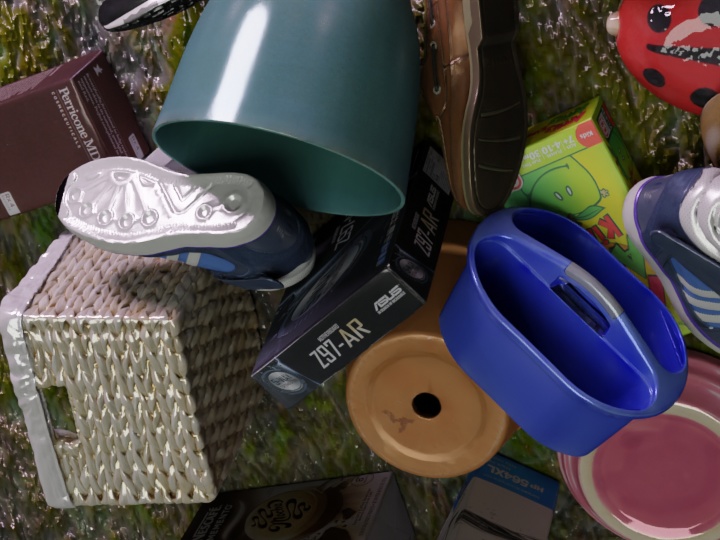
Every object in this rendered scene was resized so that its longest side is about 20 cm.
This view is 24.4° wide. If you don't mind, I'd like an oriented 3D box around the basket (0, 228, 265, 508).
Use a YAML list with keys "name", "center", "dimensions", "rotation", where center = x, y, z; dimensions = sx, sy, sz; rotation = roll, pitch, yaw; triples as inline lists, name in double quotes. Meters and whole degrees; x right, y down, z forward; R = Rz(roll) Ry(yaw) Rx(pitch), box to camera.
- name: "basket"
  center: [-0.189, 0.074, 1.439]
  dimensions: [0.159, 0.200, 0.200]
  rotation: [-1, 118, 15]

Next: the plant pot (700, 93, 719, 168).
- name: "plant pot"
  center: [0.340, -0.072, 1.221]
  dimensions: [0.198, 0.028, 0.200]
  rotation: [22, 164, 7]

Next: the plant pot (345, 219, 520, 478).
- name: "plant pot"
  center: [0.071, 0.078, 1.394]
  dimensions: [0.197, 0.140, 0.202]
  rotation: [7, 119, 13]

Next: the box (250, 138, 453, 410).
- name: "box"
  center: [0.000, 0.000, 1.337]
  dimensions: [0.043, 0.201, 0.160]
  rotation: [42, 122, -15]

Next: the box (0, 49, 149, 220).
- name: "box"
  center: [-0.295, -0.107, 1.449]
  dimensions: [0.198, 0.075, 0.101]
  rotation: [-17, 111, 23]

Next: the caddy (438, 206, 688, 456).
- name: "caddy"
  center: [0.158, 0.041, 1.277]
  dimensions: [0.200, 0.141, 0.105]
  rotation: [44, 138, 9]

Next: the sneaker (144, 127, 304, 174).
- name: "sneaker"
  center: [-0.123, -0.070, 1.413]
  dimensions: [0.199, 0.074, 0.116]
  rotation: [-35, 100, 27]

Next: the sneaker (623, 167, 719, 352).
- name: "sneaker"
  center: [0.299, 0.003, 1.260]
  dimensions: [0.200, 0.081, 0.146]
  rotation: [46, 163, -21]

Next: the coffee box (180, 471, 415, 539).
- name: "coffee box"
  center: [-0.063, 0.260, 1.549]
  dimensions: [0.198, 0.113, 0.081]
  rotation: [-10, 114, 21]

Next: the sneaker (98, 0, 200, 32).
- name: "sneaker"
  center: [-0.138, -0.266, 1.326]
  dimensions: [0.199, 0.076, 0.088]
  rotation: [-28, 92, 24]

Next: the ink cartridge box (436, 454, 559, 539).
- name: "ink cartridge box"
  center: [0.099, 0.279, 1.457]
  dimensions: [0.084, 0.200, 0.147]
  rotation: [24, 122, 3]

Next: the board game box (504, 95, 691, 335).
- name: "board game box"
  center: [0.191, -0.028, 1.353]
  dimensions: [0.101, 0.048, 0.201]
  rotation: [-22, 109, 26]

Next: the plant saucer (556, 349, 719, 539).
- name: "plant saucer"
  center: [0.264, 0.164, 1.432]
  dimensions: [0.198, 0.051, 0.203]
  rotation: [8, 120, 14]

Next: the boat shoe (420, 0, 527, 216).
- name: "boat shoe"
  center: [0.084, -0.145, 1.298]
  dimensions: [0.067, 0.071, 0.203]
  rotation: [6, 96, 41]

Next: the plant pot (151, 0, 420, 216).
- name: "plant pot"
  center: [-0.042, -0.151, 1.271]
  dimensions: [0.198, 0.201, 0.163]
  rotation: [13, 78, 10]

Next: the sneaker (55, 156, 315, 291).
- name: "sneaker"
  center: [-0.133, -0.026, 1.354]
  dimensions: [0.198, 0.082, 0.147]
  rotation: [3, 158, 23]

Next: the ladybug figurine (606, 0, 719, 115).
- name: "ladybug figurine"
  center: [0.280, -0.169, 1.235]
  dimensions: [0.197, 0.072, 0.137]
  rotation: [5, 119, 15]
